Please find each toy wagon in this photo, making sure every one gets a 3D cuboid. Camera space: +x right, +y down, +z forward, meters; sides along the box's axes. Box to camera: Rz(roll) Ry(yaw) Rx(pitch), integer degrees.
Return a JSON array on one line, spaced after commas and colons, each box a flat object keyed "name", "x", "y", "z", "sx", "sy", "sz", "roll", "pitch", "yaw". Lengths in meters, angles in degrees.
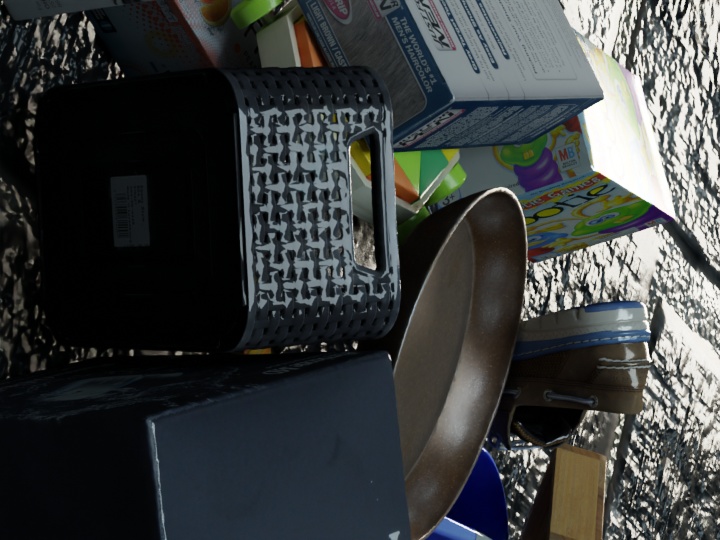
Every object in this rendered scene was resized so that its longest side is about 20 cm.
[{"name": "toy wagon", "x": 0.005, "y": -0.104, "z": 1.474, "sx": 0.155, "sy": 0.040, "sz": 0.200, "roll": 57, "pitch": 28, "yaw": -10}]

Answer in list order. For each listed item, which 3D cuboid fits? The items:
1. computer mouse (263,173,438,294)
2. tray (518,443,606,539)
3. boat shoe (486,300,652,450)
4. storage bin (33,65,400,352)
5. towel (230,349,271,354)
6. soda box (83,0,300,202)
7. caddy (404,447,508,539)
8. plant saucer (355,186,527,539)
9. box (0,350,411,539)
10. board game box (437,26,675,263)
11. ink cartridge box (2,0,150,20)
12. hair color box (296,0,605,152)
[{"name": "computer mouse", "x": 0.000, "y": 0.000, "z": 1.488, "sx": 0.200, "sy": 0.046, "sz": 0.141, "roll": -32, "pitch": 105, "yaw": -63}, {"name": "tray", "x": 0.103, "y": 0.215, "z": 1.638, "sx": 0.099, "sy": 0.037, "sz": 0.200, "roll": -78, "pitch": -175, "yaw": -58}, {"name": "boat shoe", "x": 0.094, "y": 0.068, "z": 1.563, "sx": 0.072, "sy": 0.200, "sz": 0.073, "roll": -1, "pitch": 80, "yaw": -31}, {"name": "storage bin", "x": -0.077, "y": -0.031, "z": 1.352, "sx": 0.094, "sy": 0.200, "sz": 0.136, "roll": -4, "pitch": 92, "yaw": -36}, {"name": "towel", "x": -0.063, "y": 0.079, "z": 1.495, "sx": 0.086, "sy": 0.018, "sz": 0.201, "roll": -56, "pitch": 144, "yaw": -74}, {"name": "soda box", "x": -0.074, "y": -0.100, "z": 1.487, "sx": 0.200, "sy": 0.068, "sz": 0.064, "roll": 60, "pitch": 44, "yaw": -35}, {"name": "caddy", "x": 0.032, "y": 0.161, "z": 1.569, "sx": 0.200, "sy": 0.105, "sz": 0.142, "roll": 41, "pitch": 53, "yaw": -60}, {"name": "plant saucer", "x": 0.037, "y": 0.049, "z": 1.435, "sx": 0.200, "sy": 0.034, "sz": 0.201, "roll": 16, "pitch": 90, "yaw": -71}, {"name": "box", "x": -0.112, "y": 0.110, "z": 1.313, "sx": 0.197, "sy": 0.200, "sz": 0.118, "roll": -13, "pitch": 99, "yaw": -55}, {"name": "board game box", "x": 0.112, "y": -0.078, "z": 1.659, "sx": 0.200, "sy": 0.105, "sz": 0.103, "roll": 20, "pitch": 55, "yaw": -68}, {"name": "ink cartridge box", "x": -0.088, "y": -0.207, "z": 1.361, "sx": 0.145, "sy": 0.200, "sz": 0.084, "roll": -55, "pitch": 128, "yaw": -41}, {"name": "hair color box", "x": 0.052, "y": -0.123, "z": 1.463, "sx": 0.200, "sy": 0.060, "sz": 0.100, "roll": -7, "pitch": 69, "yaw": -62}]
